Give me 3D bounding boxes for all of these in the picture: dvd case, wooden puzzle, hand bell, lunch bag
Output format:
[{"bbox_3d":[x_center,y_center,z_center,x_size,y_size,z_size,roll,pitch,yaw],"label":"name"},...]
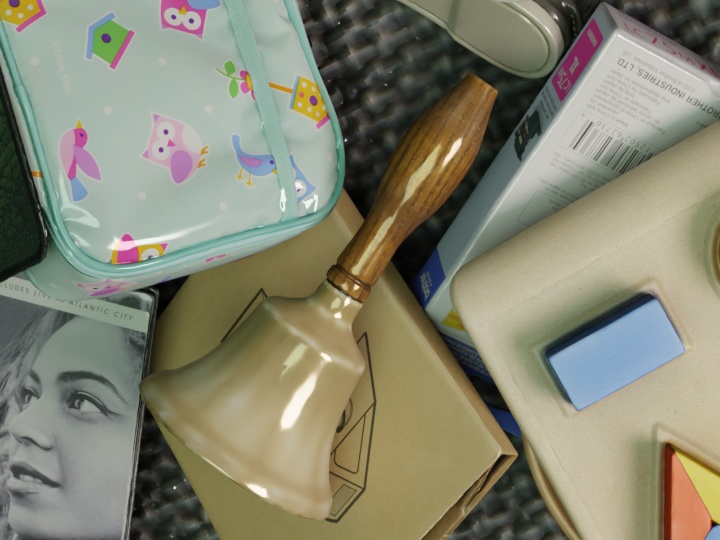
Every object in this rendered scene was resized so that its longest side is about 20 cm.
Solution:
[{"bbox_3d":[-0.183,0.085,1.122,0.148,0.016,0.201,14,112,12],"label":"dvd case"},{"bbox_3d":[0.161,0.046,0.955,0.185,0.046,0.201,-29,88,4],"label":"wooden puzzle"},{"bbox_3d":[0.000,0.000,0.984,0.104,0.104,0.200,36,96,2],"label":"hand bell"},{"bbox_3d":[-0.097,-0.097,1.005,0.160,0.077,0.201,-15,86,-25],"label":"lunch bag"}]

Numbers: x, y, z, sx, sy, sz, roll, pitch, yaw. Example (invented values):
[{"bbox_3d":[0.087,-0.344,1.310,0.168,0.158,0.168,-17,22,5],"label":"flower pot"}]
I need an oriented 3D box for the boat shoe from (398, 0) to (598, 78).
[{"bbox_3d":[0.022,-0.164,1.031,0.200,0.057,0.067,35,147,6],"label":"boat shoe"}]

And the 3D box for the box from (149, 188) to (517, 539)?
[{"bbox_3d":[-0.025,0.064,1.055,0.164,0.021,0.200,-52,54,28],"label":"box"}]

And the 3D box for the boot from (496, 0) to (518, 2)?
[{"bbox_3d":[0.061,-0.233,0.940,0.201,0.072,0.144,62,146,7],"label":"boot"}]

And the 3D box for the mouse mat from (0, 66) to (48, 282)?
[{"bbox_3d":[-0.204,-0.064,1.019,0.200,0.008,0.162,-20,86,57],"label":"mouse mat"}]

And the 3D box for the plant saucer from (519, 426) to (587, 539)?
[{"bbox_3d":[0.170,0.055,0.996,0.199,0.037,0.201,0,89,4],"label":"plant saucer"}]

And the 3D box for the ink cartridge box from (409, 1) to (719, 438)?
[{"bbox_3d":[0.108,-0.013,1.033,0.119,0.042,0.200,25,111,-21],"label":"ink cartridge box"}]
